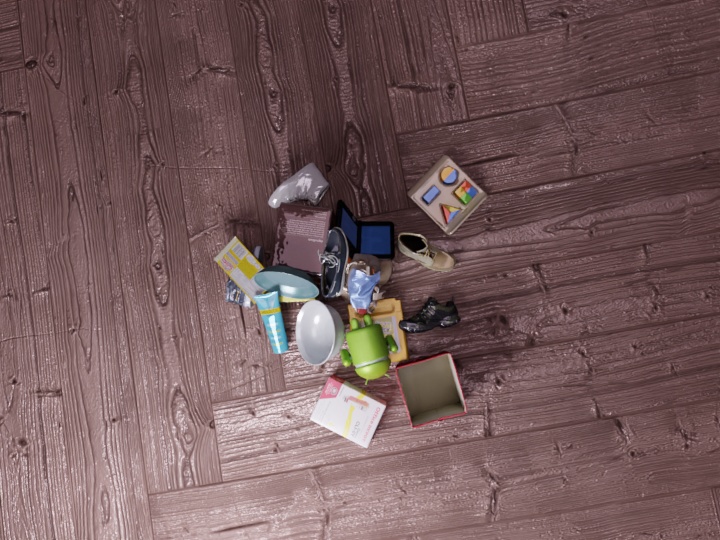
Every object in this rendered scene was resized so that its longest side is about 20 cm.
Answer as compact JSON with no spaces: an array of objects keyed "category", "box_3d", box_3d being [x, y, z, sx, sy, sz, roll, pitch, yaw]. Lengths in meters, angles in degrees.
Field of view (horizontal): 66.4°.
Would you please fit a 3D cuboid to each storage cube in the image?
[{"category":"storage cube","box_3d":[0.208,0.347,1.652,0.169,0.180,0.202,-16,83,2]}]

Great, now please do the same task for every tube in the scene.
[{"category":"tube","box_3d":[-0.272,0.162,1.725,0.077,0.050,0.202,-12,111,2]}]

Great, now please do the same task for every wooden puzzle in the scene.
[{"category":"wooden puzzle","box_3d":[0.279,-0.246,1.769,0.200,0.046,0.185,44,89,7]}]

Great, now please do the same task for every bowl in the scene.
[{"category":"bowl","box_3d":[-0.111,0.192,1.714,0.200,0.090,0.203,-4,84,48]}]

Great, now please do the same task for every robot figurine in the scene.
[{"category":"robot figurine","box_3d":[0.024,0.238,1.677,0.174,0.116,0.202,-16,83,-6]}]

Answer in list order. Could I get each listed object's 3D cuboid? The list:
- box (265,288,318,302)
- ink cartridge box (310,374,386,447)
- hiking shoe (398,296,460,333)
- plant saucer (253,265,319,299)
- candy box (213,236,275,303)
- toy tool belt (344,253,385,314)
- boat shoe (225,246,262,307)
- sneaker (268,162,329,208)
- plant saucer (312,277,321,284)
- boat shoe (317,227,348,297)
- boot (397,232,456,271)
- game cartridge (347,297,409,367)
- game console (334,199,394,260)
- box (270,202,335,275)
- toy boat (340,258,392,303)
[{"category":"box","box_3d":[-0.237,0.077,1.762,0.198,0.075,0.051,-1,84,5]},{"category":"ink cartridge box","box_3d":[-0.034,0.435,1.708,0.199,0.083,0.146,25,87,6]},{"category":"hiking shoe","box_3d":[0.210,0.137,1.729,0.198,0.076,0.102,-8,76,-10]},{"category":"plant saucer","box_3d":[-0.217,0.031,1.638,0.198,0.200,0.036,9,67,5]},{"category":"candy box","box_3d":[-0.361,-0.002,1.732,0.102,0.026,0.200,-45,79,6]},{"category":"toy tool belt","box_3d":[0.010,0.059,1.609,0.123,0.123,0.202,2,114,-6]},{"category":"boat shoe","box_3d":[-0.378,0.014,1.778,0.090,0.071,0.202,12,87,3]},{"category":"sneaker","box_3d":[-0.195,-0.246,1.789,0.200,0.074,0.116,-40,80,-2]},{"category":"plant saucer","box_3d":[-0.150,-0.053,1.789,0.198,0.032,0.203,0,84,5]},{"category":"boat shoe","box_3d":[-0.083,-0.023,1.579,0.074,0.062,0.202,13,101,33]},{"category":"boot","box_3d":[0.205,-0.058,1.702,0.199,0.155,0.073,25,87,6]},{"category":"game cartridge","box_3d":[0.055,0.195,1.751,0.174,0.032,0.202,-9,85,3]},{"category":"game console","box_3d":[0.013,-0.128,1.693,0.118,0.201,0.173,-25,124,21]},{"category":"box","box_3d":[-0.168,-0.088,1.694,0.162,0.166,0.202,8,85,4]},{"category":"toy boat","box_3d":[0.000,0.000,1.742,0.199,0.131,0.131,-34,54,0]}]
